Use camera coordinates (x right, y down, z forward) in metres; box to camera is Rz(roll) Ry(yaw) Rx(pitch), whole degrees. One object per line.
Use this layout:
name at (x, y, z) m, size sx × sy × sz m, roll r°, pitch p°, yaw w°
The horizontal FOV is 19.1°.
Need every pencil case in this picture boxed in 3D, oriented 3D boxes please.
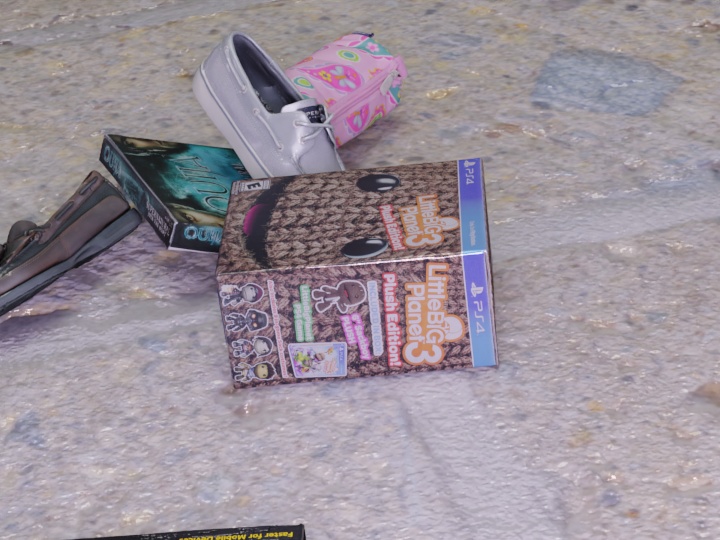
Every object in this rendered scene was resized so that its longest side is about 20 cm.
pencil case at (-0.031, -0.148, 1.892) m, size 0.087 × 0.088 × 0.200 m, roll 7°, pitch 23°, yaw 24°

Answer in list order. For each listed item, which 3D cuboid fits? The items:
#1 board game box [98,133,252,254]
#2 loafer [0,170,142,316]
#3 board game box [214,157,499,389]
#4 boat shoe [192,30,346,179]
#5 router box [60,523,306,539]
board game box at (-0.126, -0.061, 1.781) m, size 0.135 × 0.028 × 0.200 m, roll 6°, pitch 21°, yaw -27°
loafer at (-0.259, -0.019, 1.726) m, size 0.072 × 0.063 × 0.200 m, roll -32°, pitch 3°, yaw 40°
board game box at (0.000, 0.000, 1.613) m, size 0.199 × 0.097 × 0.160 m, roll -5°, pitch 28°, yaw 4°
boat shoe at (-0.060, -0.114, 1.753) m, size 0.070 × 0.072 × 0.201 m, roll -19°, pitch 63°, yaw -49°
router box at (-0.132, 0.219, 1.279) m, size 0.199 × 0.051 × 0.149 m, roll -5°, pitch 30°, yaw 4°
